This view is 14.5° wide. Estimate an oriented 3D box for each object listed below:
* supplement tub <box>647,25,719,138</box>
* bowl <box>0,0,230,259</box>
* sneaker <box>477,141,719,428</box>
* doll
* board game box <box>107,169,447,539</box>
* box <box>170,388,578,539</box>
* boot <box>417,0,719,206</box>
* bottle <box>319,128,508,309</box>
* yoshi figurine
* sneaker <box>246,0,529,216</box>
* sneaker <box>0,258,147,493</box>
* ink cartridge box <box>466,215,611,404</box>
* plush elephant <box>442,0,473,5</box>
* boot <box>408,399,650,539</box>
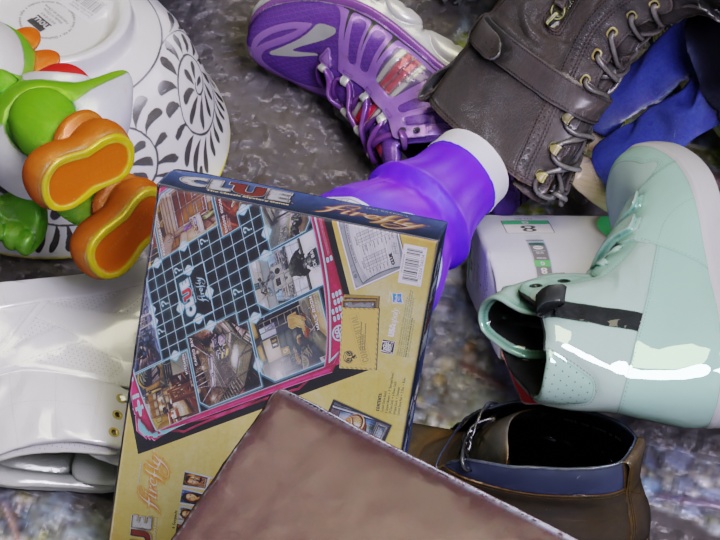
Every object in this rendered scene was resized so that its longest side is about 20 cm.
[{"bbox_3d":[0.257,-0.113,1.563,0.145,0.145,0.200,-16,50,-19],"label":"supplement tub"},{"bbox_3d":[-0.170,-0.109,1.557,0.201,0.094,0.201,3,48,-3],"label":"bowl"},{"bbox_3d":[0.114,-0.004,1.371,0.118,0.074,0.200,5,35,-10],"label":"sneaker"},{"bbox_3d":[0.191,-0.116,1.489,0.048,0.200,0.137,32,38,-34],"label":"doll"},{"bbox_3d":[-0.042,0.062,1.343,0.135,0.200,0.035,12,18,5],"label":"board game box"},{"bbox_3d":[-0.014,0.196,1.211,0.164,0.166,0.200,26,65,19],"label":"box"},{"bbox_3d":[0.132,-0.112,1.469,0.069,0.174,0.200,9,20,-49],"label":"boot"},{"bbox_3d":[0.000,0.000,1.437,0.065,0.084,0.200,0,33,47],"label":"bottle"},{"bbox_3d":[-0.193,-0.067,1.429,0.112,0.112,0.200,2,26,-43],"label":"yoshi figurine"},{"bbox_3d":[0.017,-0.095,1.574,0.200,0.081,0.083,27,58,19],"label":"sneaker"},{"bbox_3d":[-0.109,0.057,1.433,0.200,0.074,0.116,-11,60,-15],"label":"sneaker"},{"bbox_3d":[0.145,0.017,1.439,0.161,0.050,0.200,0,14,-5],"label":"ink cartridge box"},{"bbox_3d":[0.124,-0.250,1.660,0.200,0.165,0.155,-15,61,28],"label":"plush elephant"},{"bbox_3d":[0.051,0.087,1.391,0.200,0.097,0.075,17,50,11],"label":"boot"}]
